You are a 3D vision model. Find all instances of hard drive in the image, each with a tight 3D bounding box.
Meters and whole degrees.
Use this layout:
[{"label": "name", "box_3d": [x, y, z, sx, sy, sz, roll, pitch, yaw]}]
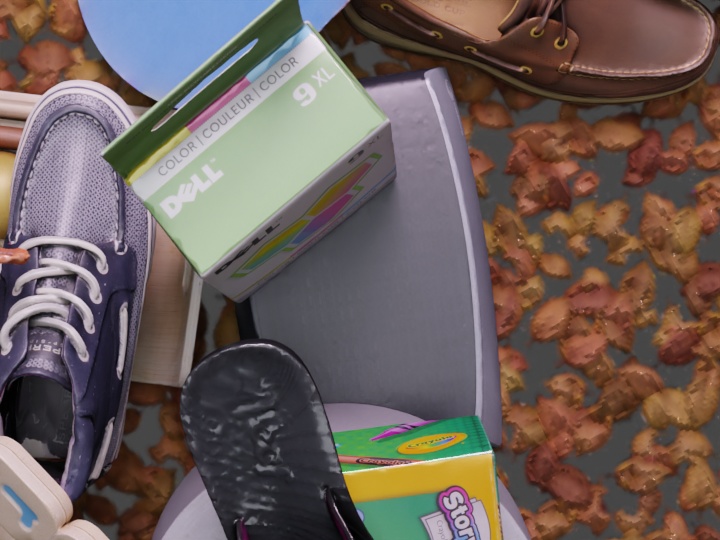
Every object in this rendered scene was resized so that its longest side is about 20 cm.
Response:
[{"label": "hard drive", "box_3d": [0.000, 0.000, 0.870, 0.134, 0.042, 0.201, -8, 87, -1]}]

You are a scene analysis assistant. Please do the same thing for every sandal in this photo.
[{"label": "sandal", "box_3d": [-0.020, 0.127, 0.703, 0.075, 0.048, 0.201, -26, 98, 3]}]

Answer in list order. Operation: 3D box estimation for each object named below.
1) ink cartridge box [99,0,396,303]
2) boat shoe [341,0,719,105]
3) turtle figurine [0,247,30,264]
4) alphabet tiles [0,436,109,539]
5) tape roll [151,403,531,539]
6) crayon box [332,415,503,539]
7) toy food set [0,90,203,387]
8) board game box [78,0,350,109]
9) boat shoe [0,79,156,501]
[{"label": "ink cartridge box", "box_3d": [-0.042, -0.046, 0.751, 0.104, 0.200, 0.059, -40, 84, -2]}, {"label": "boat shoe", "box_3d": [0.086, -0.131, 0.866, 0.199, 0.068, 0.072, 12, 87, 0]}, {"label": "turtle figurine", "box_3d": [-0.249, 0.040, 0.753, 0.199, 0.161, 0.065, -21, 80, 37]}, {"label": "alphabet tiles", "box_3d": [-0.171, 0.153, 0.803, 0.196, 0.200, 0.015, 46, 46, 1]}, {"label": "tape roll", "box_3d": [-0.008, 0.169, 0.828, 0.199, 0.066, 0.202, -1, 100, -3]}, {"label": "crayon box", "box_3d": [0.010, 0.174, 0.767, 0.118, 0.058, 0.201, -7, 100, -1]}, {"label": "toy food set", "box_3d": [-0.175, -0.022, 0.862, 0.199, 0.060, 0.144, 7, 87, 0]}, {"label": "board game box", "box_3d": [-0.053, -0.172, 0.868, 0.200, 0.039, 0.158, -44, 66, 15]}, {"label": "boat shoe", "box_3d": [-0.136, 0.013, 0.798, 0.074, 0.093, 0.201, 2, 98, 0]}]
